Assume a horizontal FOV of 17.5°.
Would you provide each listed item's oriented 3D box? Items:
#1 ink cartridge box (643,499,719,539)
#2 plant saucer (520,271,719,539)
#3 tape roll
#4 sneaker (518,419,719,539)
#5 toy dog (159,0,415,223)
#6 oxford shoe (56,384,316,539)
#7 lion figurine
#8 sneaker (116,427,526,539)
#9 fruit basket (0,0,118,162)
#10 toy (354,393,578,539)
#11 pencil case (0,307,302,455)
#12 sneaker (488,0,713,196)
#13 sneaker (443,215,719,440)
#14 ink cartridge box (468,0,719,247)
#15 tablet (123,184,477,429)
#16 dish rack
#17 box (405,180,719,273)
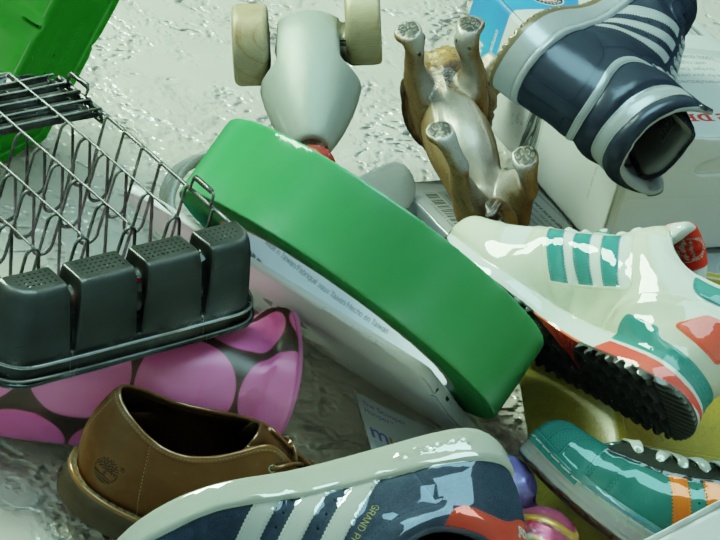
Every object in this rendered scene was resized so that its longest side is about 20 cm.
[{"bbox_3d":[0.178,0.207,1.001,0.146,0.084,0.200,-17,61,-45],"label":"ink cartridge box"},{"bbox_3d":[0.187,0.066,1.270,0.199,0.049,0.201,11,45,-17],"label":"plant saucer"},{"bbox_3d":[0.000,0.000,1.198,0.200,0.048,0.200,35,-7,5],"label":"tape roll"},{"bbox_3d":[0.176,0.119,1.158,0.199,0.080,0.071,32,-4,-2],"label":"sneaker"},{"bbox_3d":[-0.030,-0.074,1.383,0.131,0.096,0.201,12,64,13],"label":"toy dog"},{"bbox_3d":[-0.039,0.112,1.099,0.199,0.072,0.071,22,27,-12],"label":"oxford shoe"},{"bbox_3d":[0.064,-0.070,1.368,0.072,0.123,0.201,-9,49,2],"label":"lion figurine"},{"bbox_3d":[-0.021,0.137,1.026,0.199,0.075,0.085,-18,55,2],"label":"sneaker"},{"bbox_3d":[-0.251,-0.175,1.323,0.215,0.217,0.155,28,32,17],"label":"fruit basket"},{"bbox_3d":[0.072,0.131,1.120,0.115,0.047,0.201,31,24,-32],"label":"toy"},{"bbox_3d":[-0.130,0.043,1.151,0.199,0.091,0.094,10,48,-10],"label":"pencil case"},{"bbox_3d":[0.164,-0.108,1.331,0.108,0.070,0.200,40,34,18],"label":"sneaker"},{"bbox_3d":[0.131,0.009,1.213,0.093,0.070,0.199,-43,41,-13],"label":"sneaker"},{"bbox_3d":[0.169,-0.101,1.465,0.146,0.086,0.200,-2,36,-29],"label":"ink cartridge box"},{"bbox_3d":[-0.031,0.024,1.233,0.199,0.014,0.130,31,-8,21],"label":"tablet"},{"bbox_3d":[-0.158,-0.031,1.130,0.153,0.055,0.200,-14,40,-39],"label":"dish rack"},{"bbox_3d":[0.136,-0.003,1.411,0.199,0.041,0.156,-7,38,-34],"label":"box"}]
